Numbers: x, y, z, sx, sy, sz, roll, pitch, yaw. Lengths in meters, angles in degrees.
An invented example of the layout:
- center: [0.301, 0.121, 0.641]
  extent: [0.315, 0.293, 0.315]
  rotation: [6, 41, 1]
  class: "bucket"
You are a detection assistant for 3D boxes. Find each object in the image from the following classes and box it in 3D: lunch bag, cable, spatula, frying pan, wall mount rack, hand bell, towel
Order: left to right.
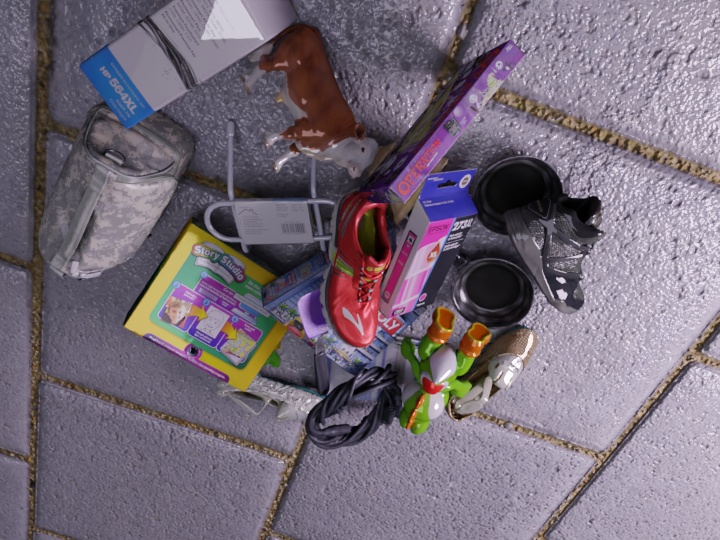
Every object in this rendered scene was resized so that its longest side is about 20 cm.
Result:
- center: [-0.323, -0.101, 0.799]
  extent: [0.139, 0.168, 0.200]
  rotation: [33, 122, -12]
  class: "lunch bag"
- center: [-0.111, -0.106, 0.824]
  extent: [0.198, 0.075, 0.175]
  rotation: [0, 126, 9]
  class: "wall mount rack"
- center: [-0.053, 0.104, 0.839]
  extent: [0.056, 0.021, 0.201]
  rotation: [-26, 139, -27]
  class: "spatula"
- center: [-0.011, 0.210, 0.956]
  extent: [0.162, 0.051, 0.201]
  rotation: [-19, 145, -8]
  class: "cable"
- center: [0.001, -0.161, 0.774]
  extent: [0.200, 0.104, 0.104]
  rotation: [39, 121, -2]
  class: "hand bell"
- center: [0.028, 0.160, 0.998]
  extent: [0.198, 0.024, 0.148]
  rotation: [8, 124, 3]
  class: "towel"
- center: [0.151, 0.015, 0.872]
  extent: [0.189, 0.031, 0.115]
  rotation: [25, 124, 2]
  class: "frying pan"
- center: [0.169, -0.082, 0.810]
  extent: [0.189, 0.031, 0.115]
  rotation: [-26, 120, 20]
  class: "frying pan"

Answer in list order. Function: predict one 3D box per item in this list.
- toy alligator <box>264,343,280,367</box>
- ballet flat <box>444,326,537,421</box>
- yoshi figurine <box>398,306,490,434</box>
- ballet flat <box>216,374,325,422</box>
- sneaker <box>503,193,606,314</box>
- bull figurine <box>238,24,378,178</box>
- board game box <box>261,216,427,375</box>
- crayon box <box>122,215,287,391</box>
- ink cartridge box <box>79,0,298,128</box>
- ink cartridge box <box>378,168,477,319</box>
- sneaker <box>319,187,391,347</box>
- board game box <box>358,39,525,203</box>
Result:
- center: [-0.180, 0.087, 0.964]
  extent: [0.059, 0.054, 0.201]
  rotation: [-16, 118, 18]
  class: "toy alligator"
- center: [0.200, 0.168, 0.951]
  extent: [0.070, 0.065, 0.200]
  rotation: [29, 122, -13]
  class: "ballet flat"
- center: [0.114, 0.150, 0.922]
  extent: [0.111, 0.113, 0.201]
  rotation: [3, 123, -33]
  class: "yoshi figurine"
- center: [-0.149, 0.216, 1.034]
  extent: [0.199, 0.072, 0.072]
  rotation: [21, 123, -3]
  class: "ballet flat"
- center: [0.274, -0.022, 0.801]
  extent: [0.114, 0.077, 0.200]
  rotation: [-24, 126, 22]
  class: "sneaker"
- center: [-0.061, -0.186, 0.721]
  extent: [0.121, 0.065, 0.201]
  rotation: [-21, 81, -4]
  class: "bull figurine"
- center: [0.001, 0.032, 0.869]
  extent: [0.200, 0.062, 0.200]
  rotation: [-43, 116, 9]
  class: "board game box"
- center: [-0.204, 0.051, 0.893]
  extent: [0.199, 0.058, 0.173]
  rotation: [34, 93, -20]
  class: "crayon box"
- center: [-0.184, -0.258, 0.691]
  extent: [0.199, 0.146, 0.085]
  rotation: [-22, 115, 22]
  class: "ink cartridge box"
- center: [0.088, -0.031, 0.780]
  extent: [0.037, 0.094, 0.201]
  rotation: [42, 129, 32]
  class: "ink cartridge box"
- center: [0.000, 0.000, 0.758]
  extent: [0.077, 0.085, 0.202]
  rotation: [-4, 97, -30]
  class: "sneaker"
- center: [0.083, -0.156, 0.676]
  extent: [0.032, 0.120, 0.200]
  rotation: [41, 83, -19]
  class: "board game box"
